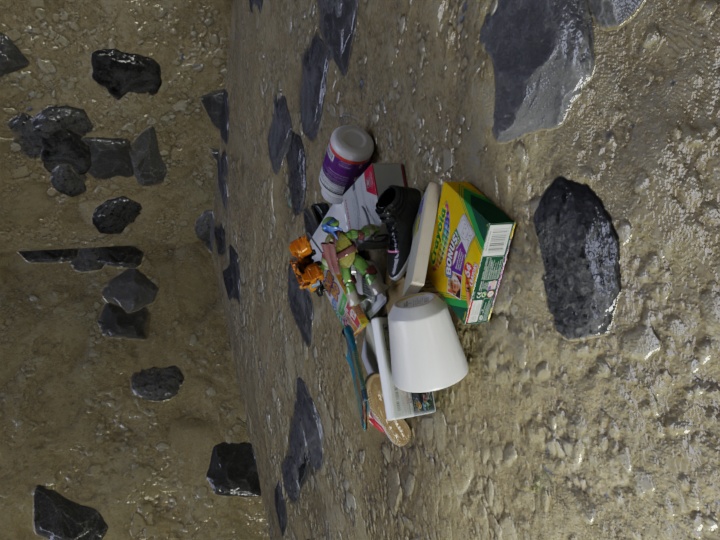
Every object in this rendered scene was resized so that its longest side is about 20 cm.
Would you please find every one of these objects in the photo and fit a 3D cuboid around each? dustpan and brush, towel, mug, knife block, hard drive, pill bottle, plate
[{"bbox_3d":[0.000,0.000,1.507,0.140,0.056,0.203,129,137,-59],"label":"dustpan and brush"},{"bbox_3d":[-0.009,0.244,1.486,0.148,0.021,0.202,87,171,-51],"label":"towel"},{"bbox_3d":[0.107,0.127,1.245,0.185,0.148,0.155,5,114,52],"label":"mug"},{"bbox_3d":[0.096,0.074,1.434,0.200,0.063,0.178,-130,41,-56],"label":"knife block"},{"bbox_3d":[0.040,0.223,1.571,0.201,0.025,0.133,96,154,-62],"label":"hard drive"},{"bbox_3d":[-0.042,-0.263,1.656,0.201,0.111,0.114,115,144,-51],"label":"pill bottle"},{"bbox_3d":[-0.073,-0.092,1.763,0.201,0.032,0.200,-59,27,-4],"label":"plate"}]

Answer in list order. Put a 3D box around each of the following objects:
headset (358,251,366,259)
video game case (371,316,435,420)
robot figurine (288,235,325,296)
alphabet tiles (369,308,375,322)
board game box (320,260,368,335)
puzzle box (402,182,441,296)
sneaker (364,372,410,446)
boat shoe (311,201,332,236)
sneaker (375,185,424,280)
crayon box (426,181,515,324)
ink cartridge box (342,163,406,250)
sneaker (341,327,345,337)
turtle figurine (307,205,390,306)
[{"bbox_3d":[-0.020,-0.007,1.673,0.202,0.093,0.124,91,160,-44],"label":"headset"},{"bbox_3d":[0.091,0.200,1.344,0.023,0.181,0.203,-17,76,31],"label":"video game case"},{"bbox_3d":[-0.127,-0.010,1.502,0.200,0.058,0.147,120,126,-78],"label":"robot figurine"},{"bbox_3d":[0.052,0.193,1.564,0.168,0.007,0.202,-119,15,-47],"label":"alphabet tiles"},{"bbox_3d":[-0.049,0.055,1.542,0.202,0.030,0.096,64,152,14],"label":"board game box"},{"bbox_3d":[0.120,-0.056,1.270,0.133,0.025,0.203,104,177,-76],"label":"puzzle box"},{"bbox_3d":[0.042,0.313,1.525,0.112,0.071,0.202,23,140,62],"label":"sneaker"},{"bbox_3d":[-0.098,-0.114,1.892,0.075,0.061,0.202,125,136,-56],"label":"boat shoe"},{"bbox_3d":[0.066,-0.086,1.358,0.070,0.098,0.203,9,85,53],"label":"sneaker"},{"bbox_3d":[0.191,-0.035,1.180,0.173,0.057,0.202,-125,38,-53],"label":"crayon box"},{"bbox_3d":[0.035,-0.144,1.520,0.200,0.082,0.147,144,119,-65],"label":"ink cartridge box"},{"bbox_3d":[-0.019,0.079,1.624,0.114,0.076,0.200,33,130,6],"label":"sneaker"},{"bbox_3d":[-0.013,-0.035,1.421,0.196,0.143,0.200,64,174,-3],"label":"turtle figurine"}]
